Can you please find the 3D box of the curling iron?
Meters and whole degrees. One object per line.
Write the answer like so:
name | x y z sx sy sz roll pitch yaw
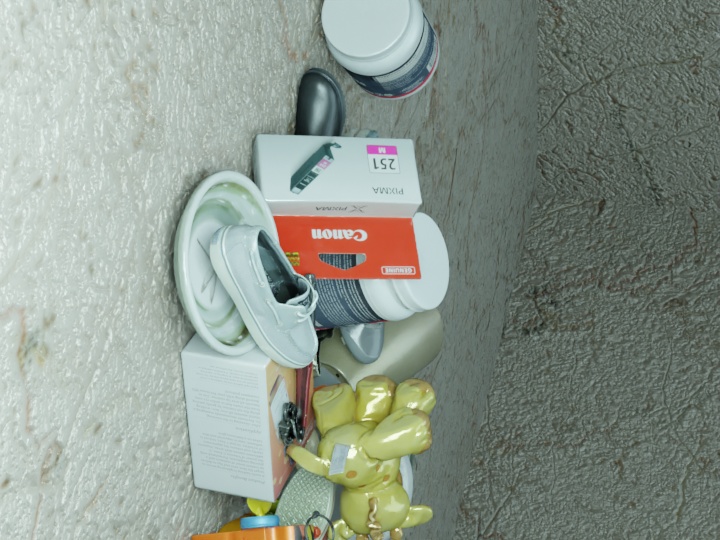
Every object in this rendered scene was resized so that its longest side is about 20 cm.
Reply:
curling iron | -0.066 0.104 1.364 0.050 0.025 0.201 19 79 -77

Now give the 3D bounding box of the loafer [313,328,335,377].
loafer | -0.063 0.069 1.685 0.075 0.069 0.201 63 38 -66

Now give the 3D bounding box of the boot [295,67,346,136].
boot | -0.083 -0.147 1.518 0.200 0.065 0.166 -55 149 -51

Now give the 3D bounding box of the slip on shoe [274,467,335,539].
slip on shoe | -0.072 0.341 1.495 0.061 0.074 0.201 19 81 -69

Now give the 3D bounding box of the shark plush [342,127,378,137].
shark plush | -0.023 -0.106 1.707 0.091 0.083 0.201 -4 103 -75

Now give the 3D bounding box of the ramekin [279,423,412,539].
ramekin | -0.036 0.303 1.689 0.105 0.199 0.202 15 83 -57

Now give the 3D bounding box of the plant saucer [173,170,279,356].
plant saucer | -0.155 -0.007 1.288 0.200 0.050 0.202 -2 90 -65

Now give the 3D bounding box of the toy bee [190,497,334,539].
toy bee | -0.098 0.335 1.420 0.109 0.199 0.132 20 82 -59

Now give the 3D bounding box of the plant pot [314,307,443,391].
plant pot | -0.001 0.122 1.795 0.200 0.186 0.188 -42 141 -46

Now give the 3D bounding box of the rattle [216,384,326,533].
rattle | -0.121 0.245 1.525 0.142 0.130 0.201 0 120 -33

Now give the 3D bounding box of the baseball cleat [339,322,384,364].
baseball cleat | 0.012 0.028 1.661 0.069 0.106 0.201 -4 80 -35

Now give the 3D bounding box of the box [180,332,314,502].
box | -0.129 0.146 1.410 0.152 0.106 0.201 -60 154 -54

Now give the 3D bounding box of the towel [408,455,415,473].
towel | 0.000 0.273 1.799 0.035 0.199 0.193 52 44 -41

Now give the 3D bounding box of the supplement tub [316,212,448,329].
supplement tub | 0.000 0.000 1.546 0.140 0.199 0.141 17 69 -54

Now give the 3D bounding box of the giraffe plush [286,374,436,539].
giraffe plush | 0.017 0.245 1.432 0.200 0.172 0.163 -52 135 -49

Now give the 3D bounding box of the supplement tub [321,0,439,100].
supplement tub | 0.029 -0.331 1.665 0.200 0.139 0.141 29 70 -74

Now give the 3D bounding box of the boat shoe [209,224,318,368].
boat shoe | -0.087 0.031 1.270 0.201 0.071 0.070 59 38 -34

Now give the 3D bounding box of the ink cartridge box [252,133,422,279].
ink cartridge box | -0.025 -0.077 1.414 0.044 0.199 0.175 118 -31 -59
